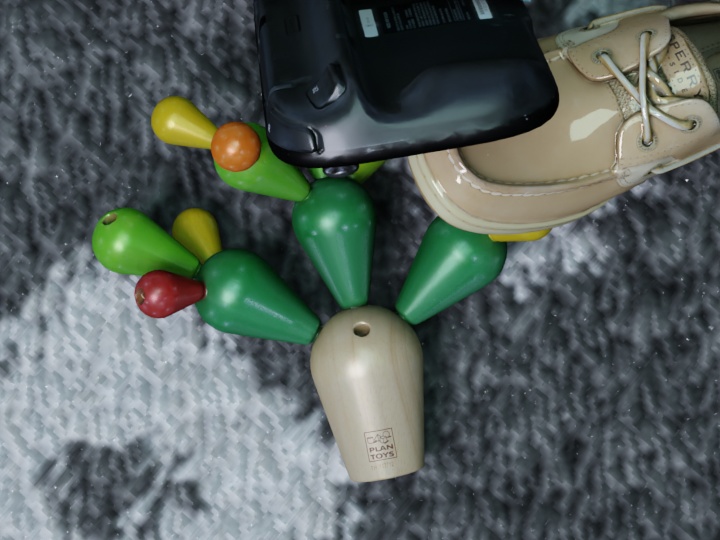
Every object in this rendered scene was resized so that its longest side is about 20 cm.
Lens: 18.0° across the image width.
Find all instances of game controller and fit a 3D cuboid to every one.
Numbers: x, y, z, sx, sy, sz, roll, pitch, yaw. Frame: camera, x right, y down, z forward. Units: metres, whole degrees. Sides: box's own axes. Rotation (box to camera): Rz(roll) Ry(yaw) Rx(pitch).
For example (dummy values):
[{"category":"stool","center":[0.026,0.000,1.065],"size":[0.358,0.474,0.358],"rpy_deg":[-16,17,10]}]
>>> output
[{"category":"game controller","center":[0.013,-0.086,0.857],"size":[0.104,0.200,0.042],"rpy_deg":[-1,114,-4]}]

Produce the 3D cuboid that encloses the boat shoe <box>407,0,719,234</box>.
[{"category":"boat shoe","center":[0.107,-0.071,0.869],"size":[0.200,0.065,0.071],"rpy_deg":[-22,83,-31]}]

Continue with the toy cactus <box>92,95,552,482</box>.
[{"category":"toy cactus","center":[0.000,0.000,0.897],"size":[0.199,0.102,0.166],"rpy_deg":[-12,93,-11]}]
